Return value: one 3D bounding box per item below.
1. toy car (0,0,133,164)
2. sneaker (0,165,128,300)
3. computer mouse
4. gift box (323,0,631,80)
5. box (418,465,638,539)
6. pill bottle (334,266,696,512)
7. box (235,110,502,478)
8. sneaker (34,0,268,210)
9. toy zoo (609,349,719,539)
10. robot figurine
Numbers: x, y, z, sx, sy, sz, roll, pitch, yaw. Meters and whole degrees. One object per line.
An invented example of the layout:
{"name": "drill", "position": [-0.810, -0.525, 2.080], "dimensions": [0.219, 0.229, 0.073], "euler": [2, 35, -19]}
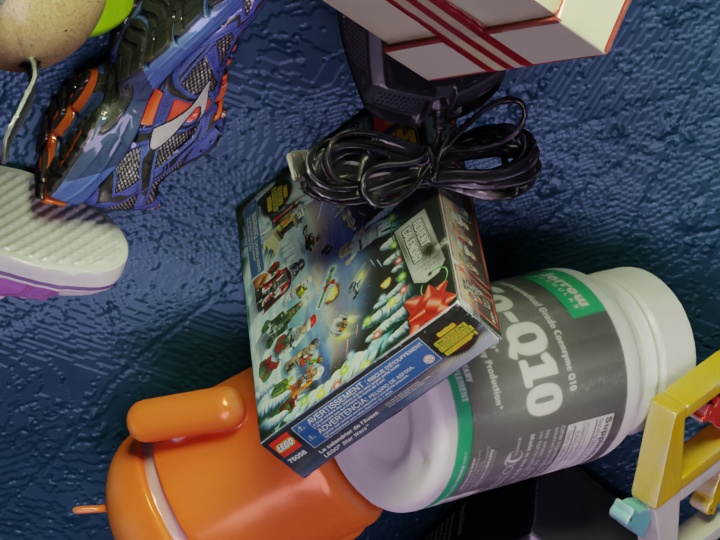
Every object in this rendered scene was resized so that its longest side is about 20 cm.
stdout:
{"name": "toy car", "position": [-0.186, -0.146, 1.473], "dimensions": [0.157, 0.200, 0.165], "euler": [-9, 129, 0]}
{"name": "sneaker", "position": [-0.233, 0.000, 1.675], "dimensions": [0.200, 0.073, 0.115], "euler": [12, 131, -3]}
{"name": "computer mouse", "position": [0.023, -0.135, 1.564], "dimensions": [0.138, 0.053, 0.201], "euler": [-4, 96, -23]}
{"name": "gift box", "position": [0.065, -0.211, 1.443], "dimensions": [0.186, 0.184, 0.200], "euler": [33, 78, -26]}
{"name": "box", "position": [0.112, 0.244, 1.851], "dimensions": [0.197, 0.118, 0.200], "euler": [39, 115, -14]}
{"name": "pill bottle", "position": [0.085, 0.061, 1.687], "dimensions": [0.200, 0.113, 0.113], "euler": [-13, 137, -37]}
{"name": "box", "position": [0.000, 0.000, 1.614], "dimensions": [0.137, 0.200, 0.040], "euler": [-36, 125, 20]}
{"name": "sneaker", "position": [-0.099, -0.105, 1.610], "dimensions": [0.078, 0.076, 0.200], "euler": [18, 133, -31]}
{"name": "toy zoo", "position": [0.218, 0.095, 1.755], "dimensions": [0.200, 0.020, 0.132], "euler": [-33, 138, -33]}
{"name": "robot figurine", "position": [-0.066, 0.120, 1.758], "dimensions": [0.200, 0.117, 0.144], "euler": [-29, 169, 15]}
